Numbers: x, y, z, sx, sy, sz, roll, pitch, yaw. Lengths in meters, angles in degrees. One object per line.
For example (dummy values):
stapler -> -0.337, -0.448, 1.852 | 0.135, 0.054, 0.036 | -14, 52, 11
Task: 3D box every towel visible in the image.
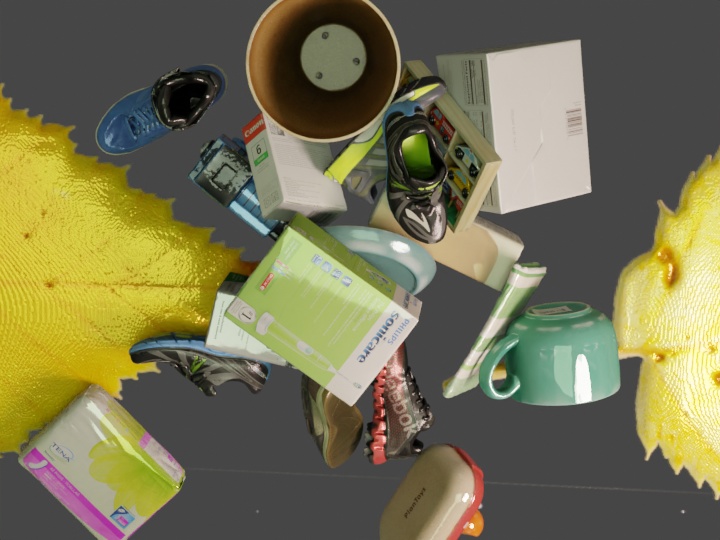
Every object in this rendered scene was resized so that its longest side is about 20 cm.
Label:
towel -> 0.181, 0.077, 1.689 | 0.023, 0.153, 0.200 | 33, 101, 15

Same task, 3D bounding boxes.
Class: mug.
mug -> 0.261, 0.109, 1.674 | 0.152, 0.185, 0.114 | 1, 101, 35

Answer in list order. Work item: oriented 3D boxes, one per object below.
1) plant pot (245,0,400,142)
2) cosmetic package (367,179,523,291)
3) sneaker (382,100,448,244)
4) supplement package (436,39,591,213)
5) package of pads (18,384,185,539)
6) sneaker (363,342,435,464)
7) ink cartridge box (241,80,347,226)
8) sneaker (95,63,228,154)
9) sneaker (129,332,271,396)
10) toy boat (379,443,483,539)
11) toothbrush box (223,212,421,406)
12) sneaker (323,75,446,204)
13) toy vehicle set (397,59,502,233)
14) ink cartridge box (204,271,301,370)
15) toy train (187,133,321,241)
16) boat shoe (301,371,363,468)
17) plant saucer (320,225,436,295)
plant pot -> -0.042, -0.267, 1.591 | 0.186, 0.200, 0.186 | 0, 102, 2
cosmetic package -> 0.113, -0.053, 1.683 | 0.200, 0.105, 0.071 | 25, 101, -2
sneaker -> 0.069, -0.110, 1.535 | 0.071, 0.083, 0.200 | -16, 127, -6
supplement package -> 0.199, -0.189, 1.614 | 0.156, 0.111, 0.200 | -14, 105, -31
package of pads -> -0.367, 0.279, 1.792 | 0.155, 0.068, 0.200 | -43, 98, 10
sneaker -> 0.058, 0.177, 1.750 | 0.098, 0.071, 0.201 | 4, 104, 5
ink cartridge box -> -0.095, -0.160, 1.640 | 0.050, 0.109, 0.200 | -35, 61, 39
sneaker -> -0.273, -0.211, 1.658 | 0.200, 0.111, 0.077 | -24, 100, 7
sneaker -> -0.226, 0.133, 1.745 | 0.200, 0.071, 0.083 | 9, 96, -3
toy boat -> 0.120, 0.352, 1.777 | 0.131, 0.131, 0.200 | 24, 104, -33
toothbrush box -> -0.045, 0.048, 1.568 | 0.200, 0.086, 0.146 | 36, 106, -3
sneaker -> 0.045, -0.167, 1.585 | 0.081, 0.074, 0.200 | 42, 120, -7
toy vehicle set -> 0.098, -0.160, 1.609 | 0.027, 0.200, 0.124 | -13, 143, -31
ink cartridge box -> -0.098, 0.074, 1.697 | 0.200, 0.147, 0.083 | 14, 100, -2
toy train -> -0.138, -0.101, 1.675 | 0.200, 0.114, 0.087 | 40, 101, -6
boat shoe -> -0.044, 0.199, 1.734 | 0.072, 0.201, 0.066 | -40, 59, -23
plant saucer -> 0.000, 0.000, 1.664 | 0.200, 0.200, 0.027 | 8, 63, 1
